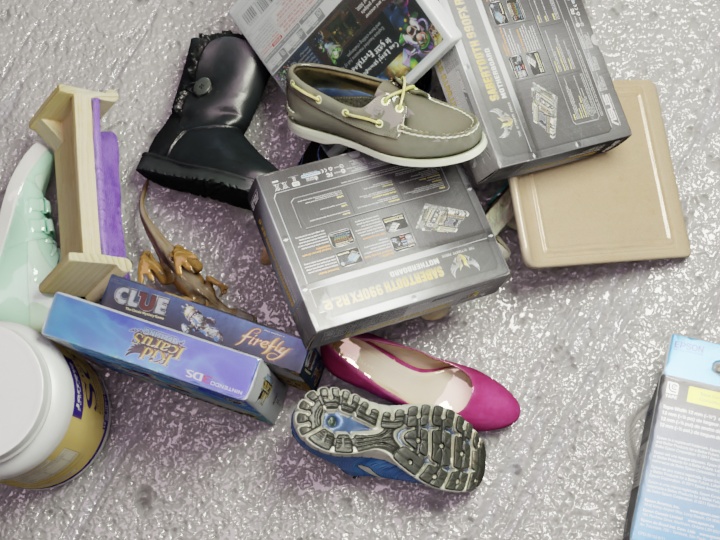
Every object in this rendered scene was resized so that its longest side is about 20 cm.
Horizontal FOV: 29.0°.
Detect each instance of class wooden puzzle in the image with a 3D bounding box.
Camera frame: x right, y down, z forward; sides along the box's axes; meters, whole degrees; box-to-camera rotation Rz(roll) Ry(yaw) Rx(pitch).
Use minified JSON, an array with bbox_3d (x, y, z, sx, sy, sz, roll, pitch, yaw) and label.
[{"bbox_3d":[0.223,-0.095,1.358,0.199,0.037,0.186,-3,76,-25],"label":"wooden puzzle"}]

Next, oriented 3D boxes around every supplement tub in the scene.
[{"bbox_3d":[-0.325,0.127,1.302,0.144,0.200,0.146,-1,77,4],"label":"supplement tub"}]

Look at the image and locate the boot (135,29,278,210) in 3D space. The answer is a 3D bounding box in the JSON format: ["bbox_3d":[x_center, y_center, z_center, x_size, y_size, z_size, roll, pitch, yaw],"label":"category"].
[{"bbox_3d":[-0.124,-0.154,1.385,0.199,0.076,0.169,15,79,40],"label":"boot"}]

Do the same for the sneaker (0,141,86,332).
[{"bbox_3d":[-0.311,-0.027,1.409,0.118,0.074,0.201,14,70,-8],"label":"sneaker"}]

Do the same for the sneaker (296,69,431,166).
[{"bbox_3d":[-0.002,-0.147,1.399,0.070,0.078,0.200,37,82,11],"label":"sneaker"}]

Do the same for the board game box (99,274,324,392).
[{"bbox_3d":[-0.138,0.063,1.335,0.199,0.136,0.035,18,79,8],"label":"board game box"}]

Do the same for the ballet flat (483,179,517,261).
[{"bbox_3d":[0.140,-0.043,1.373,0.062,0.067,0.200,43,84,4],"label":"ballet flat"}]

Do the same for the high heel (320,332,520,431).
[{"bbox_3d":[0.058,0.102,1.329,0.199,0.096,0.068,23,80,10],"label":"high heel"}]

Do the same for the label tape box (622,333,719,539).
[{"bbox_3d":[0.337,0.175,1.307,0.142,0.066,0.201,12,76,7],"label":"label tape box"}]

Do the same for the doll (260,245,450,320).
[{"bbox_3d":[0.000,0.000,1.362,0.199,0.048,0.137,22,111,20],"label":"doll"}]

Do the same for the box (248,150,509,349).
[{"bbox_3d":[0.017,-0.032,1.281,0.199,0.048,0.159,-17,73,-20],"label":"box"}]

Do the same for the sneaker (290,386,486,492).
[{"bbox_3d":[0.026,0.163,1.332,0.199,0.089,0.079,19,72,-11],"label":"sneaker"}]

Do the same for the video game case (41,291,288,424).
[{"bbox_3d":[-0.178,0.086,1.309,0.199,0.181,0.046,18,80,9],"label":"video game case"}]

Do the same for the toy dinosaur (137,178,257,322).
[{"bbox_3d":[-0.186,-0.008,1.378,0.060,0.106,0.200,-40,80,3],"label":"toy dinosaur"}]

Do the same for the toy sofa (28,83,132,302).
[{"bbox_3d":[-0.262,-0.075,1.368,0.097,0.083,0.201,8,62,-33],"label":"toy sofa"}]

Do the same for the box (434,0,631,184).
[{"bbox_3d":[0.150,-0.195,1.308,0.158,0.048,0.201,-16,82,-26],"label":"box"}]

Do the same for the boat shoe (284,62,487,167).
[{"bbox_3d":[0.019,-0.144,1.261,0.201,0.061,0.072,14,42,26],"label":"boat shoe"}]

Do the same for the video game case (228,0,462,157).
[{"bbox_3d":[-0.019,-0.233,1.313,0.200,0.023,0.182,-40,82,41],"label":"video game case"}]
